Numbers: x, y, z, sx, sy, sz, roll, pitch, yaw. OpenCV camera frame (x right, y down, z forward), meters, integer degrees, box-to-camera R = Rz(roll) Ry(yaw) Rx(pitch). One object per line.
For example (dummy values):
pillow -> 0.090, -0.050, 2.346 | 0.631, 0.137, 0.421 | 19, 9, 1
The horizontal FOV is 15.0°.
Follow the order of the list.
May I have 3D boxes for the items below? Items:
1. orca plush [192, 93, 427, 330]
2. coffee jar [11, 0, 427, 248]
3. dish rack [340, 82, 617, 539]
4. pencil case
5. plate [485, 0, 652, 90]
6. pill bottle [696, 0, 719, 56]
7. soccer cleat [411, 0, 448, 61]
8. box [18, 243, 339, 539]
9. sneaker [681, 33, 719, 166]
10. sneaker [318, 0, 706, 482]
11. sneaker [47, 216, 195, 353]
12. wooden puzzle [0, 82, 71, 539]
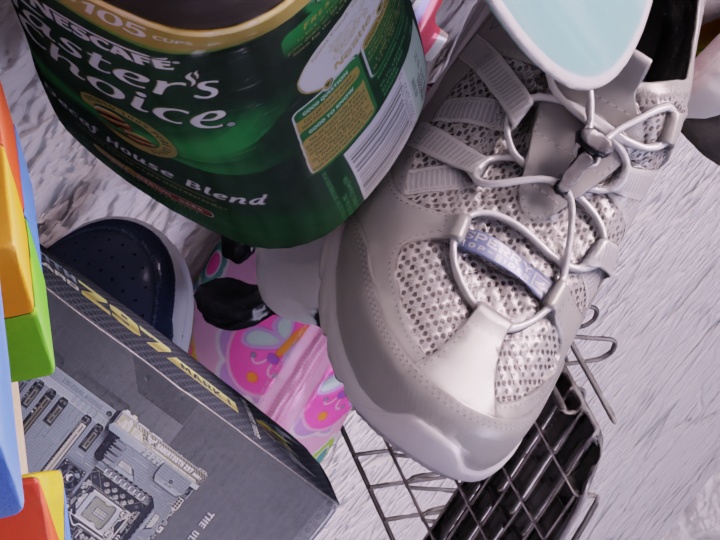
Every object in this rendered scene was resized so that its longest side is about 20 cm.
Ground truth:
orca plush -> 0.000, 0.000, 0.880 | 0.105, 0.071, 0.200 | -46, -163, -16
coffee jar -> -0.041, -0.080, 0.667 | 0.086, 0.104, 0.200 | -55, 166, -12
dish rack -> 0.041, 0.038, 1.060 | 0.054, 0.201, 0.154 | -1, 138, -31
pencil case -> -0.024, 0.021, 1.009 | 0.200, 0.087, 0.087 | -56, 164, 20
plate -> 0.035, -0.144, 0.686 | 0.200, 0.025, 0.201 | -6, 90, -66
pill bottle -> 0.109, -0.136, 0.968 | 0.111, 0.111, 0.200 | -52, 165, 10
soccer cleat -> 0.015, -0.126, 0.836 | 0.200, 0.076, 0.067 | -46, -149, 39
box -> -0.127, 0.087, 0.725 | 0.200, 0.157, 0.051 | -51, -163, 5
sneaker -> 0.161, -0.052, 0.955 | 0.077, 0.082, 0.200 | -45, 167, 11
sneaker -> 0.047, -0.035, 0.757 | 0.082, 0.075, 0.201 | -42, -157, 51
sneaker -> -0.126, 0.053, 0.818 | 0.200, 0.070, 0.109 | -54, 158, -14
wooden puzzle -> -0.088, 0.004, 0.549 | 0.046, 0.186, 0.200 | -12, 147, 2
